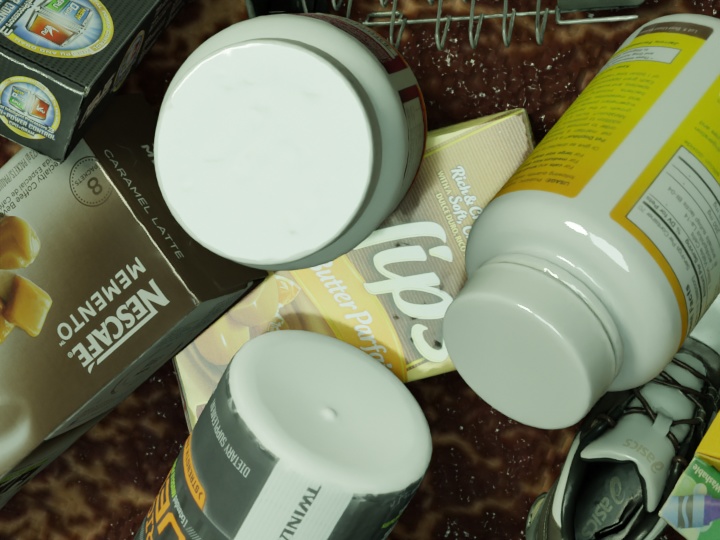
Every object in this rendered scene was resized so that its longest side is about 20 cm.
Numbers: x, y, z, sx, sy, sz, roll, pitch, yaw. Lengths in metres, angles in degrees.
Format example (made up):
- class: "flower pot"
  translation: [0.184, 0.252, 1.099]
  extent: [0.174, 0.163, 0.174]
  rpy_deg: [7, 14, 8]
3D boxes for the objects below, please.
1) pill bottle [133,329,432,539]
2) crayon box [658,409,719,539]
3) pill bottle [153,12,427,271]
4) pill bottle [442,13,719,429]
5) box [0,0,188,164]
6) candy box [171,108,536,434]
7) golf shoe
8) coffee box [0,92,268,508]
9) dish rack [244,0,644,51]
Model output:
- class: "pill bottle"
  translation: [-0.052, 0.133, 1.174]
  extent: [0.106, 0.106, 0.201]
  rpy_deg: [30, 123, 1]
- class: "crayon box"
  translation: [0.239, 0.065, 1.131]
  extent: [0.126, 0.051, 0.201]
  rpy_deg: [39, 76, -27]
- class: "pill bottle"
  translation: [-0.030, -0.058, 1.079]
  extent: [0.109, 0.200, 0.111]
  rpy_deg: [1, 96, 6]
- class: "pill bottle"
  translation: [0.121, -0.021, 1.129]
  extent: [0.109, 0.109, 0.200]
  rpy_deg: [42, 56, 0]
- class: "box"
  translation: [-0.165, -0.150, 1.145]
  extent: [0.159, 0.200, 0.044]
  rpy_deg: [26, 129, 3]
- class: "candy box"
  translation: [0.000, 0.000, 1.211]
  extent: [0.198, 0.055, 0.116]
  rpy_deg: [-15, 93, 6]
- class: "golf shoe"
  translation: [0.149, 0.070, 1.188]
  extent: [0.077, 0.094, 0.201]
  rpy_deg: [26, 94, 3]
- class: "coffee box"
  translation: [-0.157, 0.023, 1.176]
  extent: [0.200, 0.080, 0.115]
  rpy_deg: [-39, 83, 24]
- class: "dish rack"
  translation: [0.040, -0.164, 1.157]
  extent: [0.198, 0.055, 0.154]
  rpy_deg: [-3, 131, 14]
